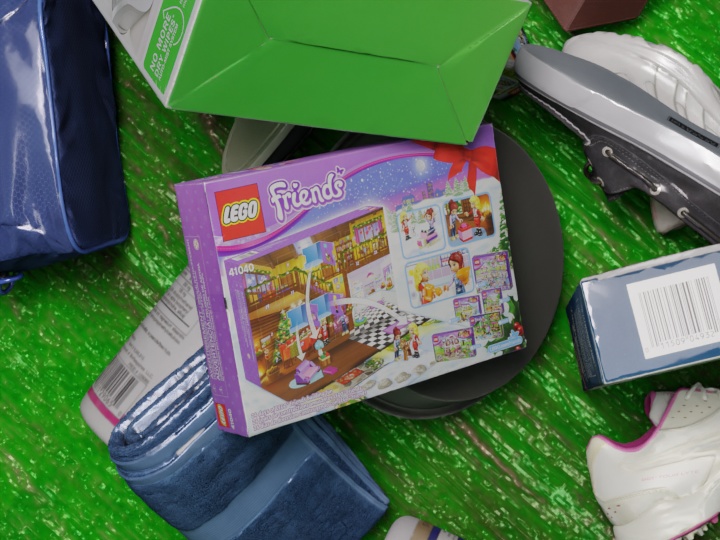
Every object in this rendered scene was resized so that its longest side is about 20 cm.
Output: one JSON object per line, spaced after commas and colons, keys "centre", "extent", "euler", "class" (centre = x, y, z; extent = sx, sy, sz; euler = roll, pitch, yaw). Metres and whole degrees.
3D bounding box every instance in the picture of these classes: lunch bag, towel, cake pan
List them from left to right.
{"centre": [-0.238, -0.085, 0.927], "extent": [0.131, 0.136, 0.203], "euler": [-5, 93, 9], "class": "lunch bag"}
{"centre": [-0.063, 0.126, 0.858], "extent": [0.112, 0.200, 0.048], "euler": [-44, 47, -9], "class": "towel"}
{"centre": [0.052, -0.006, 0.887], "extent": [0.198, 0.037, 0.203], "euler": [-1, 92, -34], "class": "cake pan"}

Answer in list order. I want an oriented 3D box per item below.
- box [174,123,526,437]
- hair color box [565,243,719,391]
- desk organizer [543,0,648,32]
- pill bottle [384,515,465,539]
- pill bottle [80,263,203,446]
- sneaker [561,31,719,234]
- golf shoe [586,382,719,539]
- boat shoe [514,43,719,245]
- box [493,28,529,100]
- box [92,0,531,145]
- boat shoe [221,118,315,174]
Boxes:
{"centre": [0.000, 0.000, 0.805], "extent": [0.198, 0.039, 0.139], "euler": [-14, 99, -33], "class": "box"}
{"centre": [0.178, 0.031, 0.845], "extent": [0.099, 0.200, 0.061], "euler": [-13, 83, 4], "class": "hair color box"}
{"centre": [0.128, -0.262, 0.949], "extent": [0.071, 0.077, 0.201], "euler": [-15, 62, -29], "class": "desk organizer"}
{"centre": [0.092, 0.241, 0.871], "extent": [0.198, 0.116, 0.117], "euler": [23, 85, 7], "class": "pill bottle"}
{"centre": [-0.077, 0.044, 0.913], "extent": [0.113, 0.113, 0.201], "euler": [39, 88, 9], "class": "pill bottle"}
{"centre": [0.205, -0.078, 0.922], "extent": [0.199, 0.078, 0.100], "euler": [34, 92, 10], "class": "sneaker"}
{"centre": [0.234, 0.100, 0.897], "extent": [0.199, 0.075, 0.092], "euler": [-31, 78, 0], "class": "golf shoe"}
{"centre": [0.173, -0.068, 0.876], "extent": [0.199, 0.070, 0.067], "euler": [31, 114, 11], "class": "boat shoe"}
{"centre": [0.052, -0.213, 0.933], "extent": [0.034, 0.110, 0.202], "euler": [-27, 81, 22], "class": "box"}
{"centre": [-0.040, -0.160, 0.789], "extent": [0.177, 0.198, 0.097], "euler": [54, 130, 43], "class": "box"}
{"centre": [-0.017, -0.132, 0.956], "extent": [0.066, 0.074, 0.201], "euler": [36, 79, -35], "class": "boat shoe"}
